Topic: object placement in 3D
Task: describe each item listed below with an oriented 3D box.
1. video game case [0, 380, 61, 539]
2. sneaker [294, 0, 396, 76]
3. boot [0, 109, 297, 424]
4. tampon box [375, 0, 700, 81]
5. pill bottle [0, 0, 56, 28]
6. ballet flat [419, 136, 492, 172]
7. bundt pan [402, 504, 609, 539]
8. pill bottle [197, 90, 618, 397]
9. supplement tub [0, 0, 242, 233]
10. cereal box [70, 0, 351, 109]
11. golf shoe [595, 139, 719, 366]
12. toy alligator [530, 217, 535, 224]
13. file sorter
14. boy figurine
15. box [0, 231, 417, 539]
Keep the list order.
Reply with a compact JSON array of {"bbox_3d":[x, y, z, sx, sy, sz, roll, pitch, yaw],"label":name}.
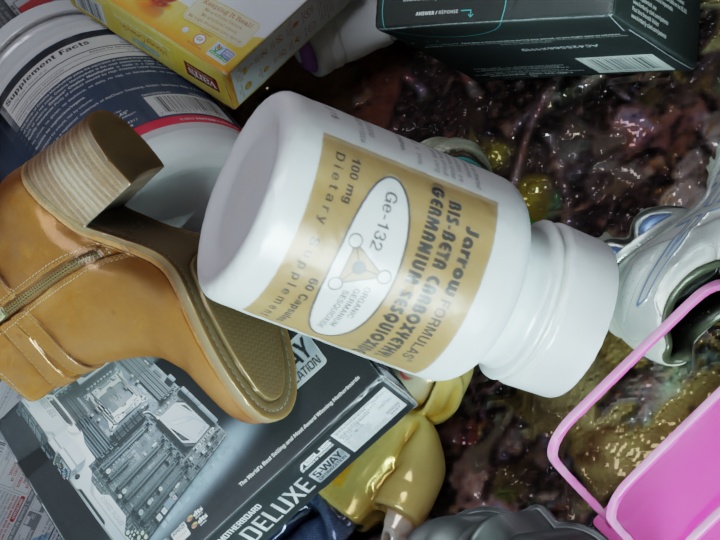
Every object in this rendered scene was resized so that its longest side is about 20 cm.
[{"bbox_3d":[-0.151,0.098,1.327,0.182,0.022,0.200,16,74,32],"label":"video game case"},{"bbox_3d":[-0.016,-0.207,1.387,0.099,0.075,0.200,-18,55,-2],"label":"sneaker"},{"bbox_3d":[-0.138,0.032,1.184,0.155,0.077,0.200,-42,86,29],"label":"boot"},{"bbox_3d":[0.109,-0.223,1.258,0.150,0.126,0.200,0,81,29],"label":"tampon box"},{"bbox_3d":[-0.224,-0.204,1.455,0.200,0.116,0.116,-30,56,11],"label":"pill bottle"},{"bbox_3d":[0.000,0.000,1.284,0.200,0.067,0.062,-44,27,-2],"label":"ballet flat"},{"bbox_3d":[0.055,0.215,1.106,0.202,0.076,0.202,-8,75,31],"label":"bundt pan"},{"bbox_3d":[0.027,-0.007,1.132,0.114,0.200,0.114,-54,24,38],"label":"pill bottle"},{"bbox_3d":[-0.147,-0.066,1.324,0.140,0.140,0.200,-44,45,2],"label":"supplement tub"},{"bbox_3d":[-0.062,-0.202,1.320,0.144,0.040,0.200,33,66,27],"label":"cereal box"},{"bbox_3d":[0.214,-0.026,1.155,0.200,0.078,0.097,-46,33,11],"label":"golf shoe"},{"bbox_3d":[0.054,-0.024,1.228,0.200,0.059,0.054,4,40,-11],"label":"toy alligator"},{"bbox_3d":[0.208,0.123,1.066,0.139,0.125,0.200,-45,55,0],"label":"file sorter"},{"bbox_3d":[-0.002,0.107,1.222,0.200,0.064,0.124,-47,52,4],"label":"boy figurine"},{"bbox_3d":[-0.089,0.080,1.213,0.200,0.050,0.158,-42,55,6],"label":"box"}]
